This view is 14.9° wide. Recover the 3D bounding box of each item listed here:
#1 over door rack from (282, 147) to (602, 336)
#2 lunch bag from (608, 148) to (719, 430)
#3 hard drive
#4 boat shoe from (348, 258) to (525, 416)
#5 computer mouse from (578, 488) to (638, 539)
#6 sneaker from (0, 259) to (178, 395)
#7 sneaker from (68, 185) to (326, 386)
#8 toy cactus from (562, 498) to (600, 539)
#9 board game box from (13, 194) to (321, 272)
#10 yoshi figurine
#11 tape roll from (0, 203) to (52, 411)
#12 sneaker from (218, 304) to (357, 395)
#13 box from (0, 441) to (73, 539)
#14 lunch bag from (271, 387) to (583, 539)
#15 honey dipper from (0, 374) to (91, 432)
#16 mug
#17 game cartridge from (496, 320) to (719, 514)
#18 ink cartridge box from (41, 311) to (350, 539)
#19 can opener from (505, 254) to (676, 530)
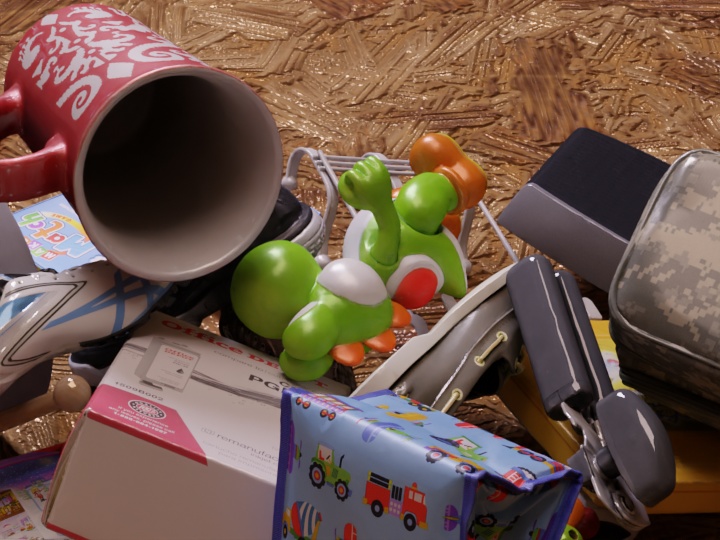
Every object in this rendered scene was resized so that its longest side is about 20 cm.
[{"bbox_3d":[0.048,-0.007,1.902,0.147,0.067,0.200,1,37,-41],"label":"over door rack"},{"bbox_3d":[0.258,0.040,1.701,0.199,0.168,0.140,23,75,14],"label":"lunch bag"},{"bbox_3d":[0.209,-0.024,1.933,0.199,0.043,0.135,30,38,12],"label":"hard drive"},{"bbox_3d":[0.064,0.056,1.716,0.060,0.072,0.201,48,46,5],"label":"boat shoe"},{"bbox_3d":[0.078,0.152,1.687,0.199,0.044,0.110,-12,32,-19],"label":"computer mouse"},{"bbox_3d":[-0.187,0.022,1.665,0.199,0.073,0.072,-28,7,-35],"label":"sneaker"},{"bbox_3d":[-0.130,-0.013,1.831,0.199,0.114,0.076,-32,20,10],"label":"sneaker"},{"bbox_3d":[0.070,0.208,1.572,0.164,0.103,0.200,-14,31,14],"label":"toy cactus"},{"bbox_3d":[-0.151,-0.024,1.987,0.199,0.037,0.151,-23,38,-34],"label":"board game box"},{"bbox_3d":[-0.011,-0.011,1.743,0.111,0.113,0.200,-5,29,39],"label":"yoshi figurine"},{"bbox_3d":[-0.280,0.015,1.761,0.066,0.201,0.200,-26,39,-34],"label":"tape roll"},{"bbox_3d":[-0.055,0.045,1.864,0.075,0.071,0.200,-25,32,5],"label":"sneaker"},{"bbox_3d":[-0.207,0.168,1.664,0.199,0.039,0.137,-15,34,-23],"label":"box"},{"bbox_3d":[0.017,0.181,1.492,0.094,0.201,0.150,4,13,-46],"label":"lunch bag"},{"bbox_3d":[-0.233,0.099,1.680,0.199,0.038,0.038,-22,15,37],"label":"honey dipper"},{"bbox_3d":[-0.161,-0.097,1.705,0.177,0.134,0.200,20,11,-29],"label":"mug"},{"bbox_3d":[0.184,0.091,1.762,0.175,0.033,0.200,1,26,-28],"label":"game cartridge"},{"bbox_3d":[-0.094,0.109,1.644,0.146,0.083,0.200,21,18,-1],"label":"ink cartridge box"},{"bbox_3d":[0.144,0.066,1.653,0.053,0.067,0.201,31,33,-42],"label":"can opener"}]
